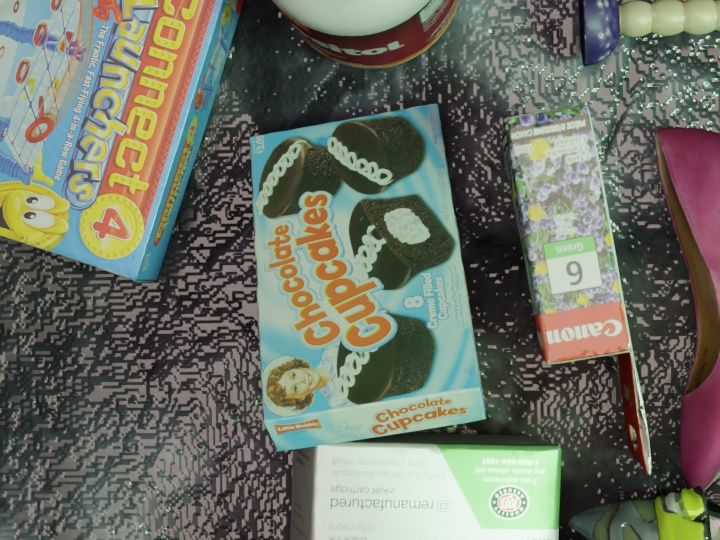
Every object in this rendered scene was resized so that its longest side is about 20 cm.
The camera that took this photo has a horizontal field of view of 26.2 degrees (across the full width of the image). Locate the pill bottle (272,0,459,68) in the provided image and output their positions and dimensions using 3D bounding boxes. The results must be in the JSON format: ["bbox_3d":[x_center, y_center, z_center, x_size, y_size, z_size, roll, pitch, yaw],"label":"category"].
[{"bbox_3d":[-0.002,-0.178,0.840,0.112,0.200,0.114,0,89,6],"label":"pill bottle"}]

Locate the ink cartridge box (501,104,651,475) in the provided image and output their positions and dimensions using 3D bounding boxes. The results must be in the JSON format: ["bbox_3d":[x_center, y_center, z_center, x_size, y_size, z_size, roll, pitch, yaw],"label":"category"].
[{"bbox_3d":[0.120,0.013,0.873,0.050,0.109,0.201,-10,89,5],"label":"ink cartridge box"}]

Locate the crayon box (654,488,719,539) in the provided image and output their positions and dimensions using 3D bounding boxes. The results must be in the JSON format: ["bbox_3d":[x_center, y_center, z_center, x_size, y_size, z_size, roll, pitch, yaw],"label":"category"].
[{"bbox_3d":[0.252,0.216,0.888,0.199,0.052,0.126,16,91,5],"label":"crayon box"}]

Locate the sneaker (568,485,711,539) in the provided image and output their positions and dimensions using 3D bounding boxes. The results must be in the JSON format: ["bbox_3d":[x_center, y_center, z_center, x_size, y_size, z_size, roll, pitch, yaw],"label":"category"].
[{"bbox_3d":[0.152,0.218,0.845,0.080,0.074,0.201,-1,83,17],"label":"sneaker"}]

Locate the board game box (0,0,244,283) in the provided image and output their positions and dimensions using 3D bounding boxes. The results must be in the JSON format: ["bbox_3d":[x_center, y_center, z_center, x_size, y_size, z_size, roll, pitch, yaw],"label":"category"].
[{"bbox_3d":[-0.189,-0.116,0.929,0.195,0.056,0.201,17,91,5],"label":"board game box"}]

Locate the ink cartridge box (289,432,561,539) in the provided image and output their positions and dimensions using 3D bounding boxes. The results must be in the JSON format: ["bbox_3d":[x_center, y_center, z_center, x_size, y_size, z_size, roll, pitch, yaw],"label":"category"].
[{"bbox_3d":[0.033,0.195,0.877,0.145,0.084,0.201,2,89,-10],"label":"ink cartridge box"}]

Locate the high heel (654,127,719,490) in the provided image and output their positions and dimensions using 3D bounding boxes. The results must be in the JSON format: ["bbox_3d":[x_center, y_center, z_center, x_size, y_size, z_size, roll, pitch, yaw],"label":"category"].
[{"bbox_3d":[0.189,0.019,0.883,0.095,0.067,0.201,18,86,-5],"label":"high heel"}]

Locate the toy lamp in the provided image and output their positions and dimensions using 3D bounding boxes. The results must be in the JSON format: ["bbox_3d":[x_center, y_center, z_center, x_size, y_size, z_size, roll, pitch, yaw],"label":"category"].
[{"bbox_3d":[0.227,-0.147,0.892,0.199,0.058,0.059,-4,89,6],"label":"toy lamp"}]

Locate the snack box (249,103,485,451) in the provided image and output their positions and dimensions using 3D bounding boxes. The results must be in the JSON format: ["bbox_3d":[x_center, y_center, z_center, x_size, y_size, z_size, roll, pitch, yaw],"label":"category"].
[{"bbox_3d":[0.000,0.000,0.868,0.116,0.037,0.201,-10,53,5],"label":"snack box"}]
